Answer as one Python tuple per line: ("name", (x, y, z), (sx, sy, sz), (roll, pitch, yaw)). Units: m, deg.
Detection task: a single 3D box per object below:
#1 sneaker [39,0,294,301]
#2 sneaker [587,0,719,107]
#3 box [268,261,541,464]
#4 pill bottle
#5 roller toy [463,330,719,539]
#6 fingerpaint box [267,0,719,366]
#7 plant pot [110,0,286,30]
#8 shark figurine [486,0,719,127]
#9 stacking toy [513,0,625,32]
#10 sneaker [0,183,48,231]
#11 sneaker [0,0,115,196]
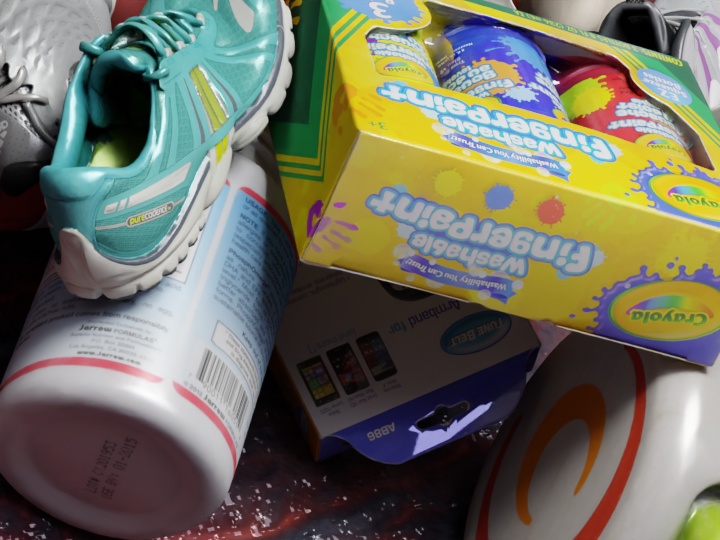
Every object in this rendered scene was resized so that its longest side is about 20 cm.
("sneaker", (-0.084, -0.079, 1.220), (0.080, 0.077, 0.200), (70, 29, -44))
("sneaker", (0.167, -0.126, 1.571), (0.200, 0.078, 0.140), (-81, 154, -43))
("box", (0.000, 0.000, 1.374), (0.119, 0.041, 0.200), (-22, 73, -13))
("pill bottle", (-0.088, 0.012, 1.269), (0.109, 0.109, 0.200), (31, 49, -16))
("roller toy", (0.148, 0.117, 1.330), (0.140, 0.182, 0.200), (26, 55, -21))
("fingerpaint box", (0.066, -0.053, 1.268), (0.200, 0.073, 0.167), (15, 30, -18))
("plant pot", (-0.100, -0.190, 1.383), (0.200, 0.200, 0.177), (-16, 79, -44))
("shark figurine", (0.085, -0.120, 1.400), (0.214, 0.090, 0.128), (35, 18, 29))
("stacking toy", (0.085, -0.236, 1.626), (0.200, 0.146, 0.146), (41, 39, 23))
("sneaker", (-0.211, -0.105, 1.302), (0.112, 0.071, 0.200), (-10, 67, -46))
("sneaker", (-0.171, -0.091, 1.222), (0.200, 0.075, 0.116), (4, 66, -48))
